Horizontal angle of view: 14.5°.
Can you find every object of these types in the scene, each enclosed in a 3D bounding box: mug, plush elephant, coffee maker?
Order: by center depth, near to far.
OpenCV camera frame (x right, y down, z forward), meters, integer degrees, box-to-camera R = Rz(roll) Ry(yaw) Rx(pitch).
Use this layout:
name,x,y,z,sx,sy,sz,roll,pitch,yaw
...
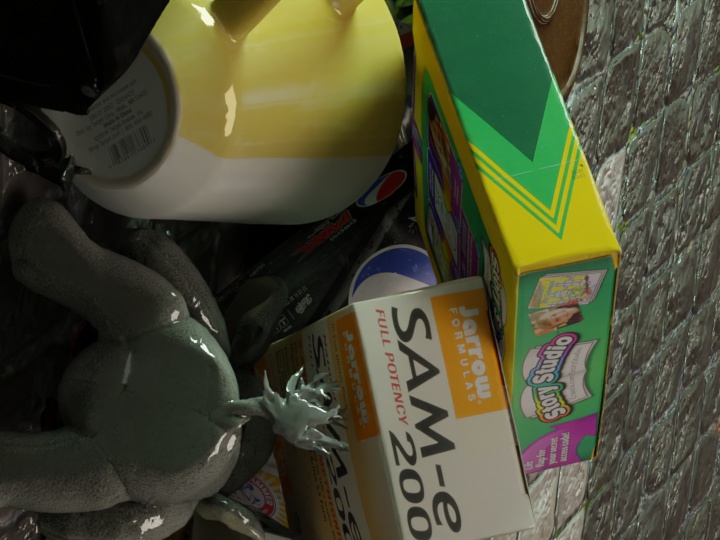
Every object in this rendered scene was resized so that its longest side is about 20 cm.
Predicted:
name,x,y,z,sx,sy,sz,roll,pitch,yaw
coffee maker,-0.121,-0.181,1.270,0.200,0.134,0.192,-59,176,-35
mug,-0.074,-0.106,1.389,0.153,0.149,0.188,-14,123,-57
plush elephant,-0.101,0.070,1.419,0.155,0.199,0.166,92,9,-78

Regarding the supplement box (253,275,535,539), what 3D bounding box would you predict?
name,x,y,z,sx,sy,sz,roll,pitch,yaw
supplement box,0.012,0.084,1.442,0.200,0.073,0.127,150,-71,-71

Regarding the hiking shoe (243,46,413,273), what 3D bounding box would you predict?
name,x,y,z,sx,sy,sz,roll,pitch,yaw
hiking shoe,-0.010,-0.076,1.649,0.101,0.075,0.201,43,64,-70

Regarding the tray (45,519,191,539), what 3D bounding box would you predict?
name,x,y,z,sx,sy,sz,roll,pitch,yaw
tray,-0.135,0.149,1.533,0.099,0.037,0.201,59,50,-62

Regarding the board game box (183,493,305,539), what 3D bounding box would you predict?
name,x,y,z,sx,sy,sz,roll,pitch,yaw
board game box,-0.079,0.191,1.548,0.200,0.034,0.127,-169,-86,-76

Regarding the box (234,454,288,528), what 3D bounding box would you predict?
name,x,y,z,sx,sy,sz,roll,pitch,yaw
box,-0.016,0.155,1.720,0.101,0.112,0.201,-50,148,-38

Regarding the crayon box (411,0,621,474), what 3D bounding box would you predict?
name,x,y,z,sx,sy,sz,roll,pitch,yaw
crayon box,0.076,-0.019,1.430,0.200,0.058,0.173,88,-14,-58

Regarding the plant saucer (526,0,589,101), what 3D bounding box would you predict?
name,x,y,z,sx,sy,sz,roll,pitch,yaw
plant saucer,0.088,-0.163,1.552,0.200,0.032,0.201,0,90,-68

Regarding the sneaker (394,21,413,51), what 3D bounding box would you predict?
name,x,y,z,sx,sy,sz,roll,pitch,yaw
sneaker,-0.001,-0.175,1.605,0.201,0.067,0.108,-47,147,-37

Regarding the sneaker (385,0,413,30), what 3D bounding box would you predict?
name,x,y,z,sx,sy,sz,roll,pitch,yaw
sneaker,0.029,-0.181,1.528,0.200,0.075,0.077,43,43,-46

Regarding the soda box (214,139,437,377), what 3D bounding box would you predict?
name,x,y,z,sx,sy,sz,roll,pitch,yaw
soda box,0.000,0.000,1.586,0.200,0.071,0.063,-39,112,-12
